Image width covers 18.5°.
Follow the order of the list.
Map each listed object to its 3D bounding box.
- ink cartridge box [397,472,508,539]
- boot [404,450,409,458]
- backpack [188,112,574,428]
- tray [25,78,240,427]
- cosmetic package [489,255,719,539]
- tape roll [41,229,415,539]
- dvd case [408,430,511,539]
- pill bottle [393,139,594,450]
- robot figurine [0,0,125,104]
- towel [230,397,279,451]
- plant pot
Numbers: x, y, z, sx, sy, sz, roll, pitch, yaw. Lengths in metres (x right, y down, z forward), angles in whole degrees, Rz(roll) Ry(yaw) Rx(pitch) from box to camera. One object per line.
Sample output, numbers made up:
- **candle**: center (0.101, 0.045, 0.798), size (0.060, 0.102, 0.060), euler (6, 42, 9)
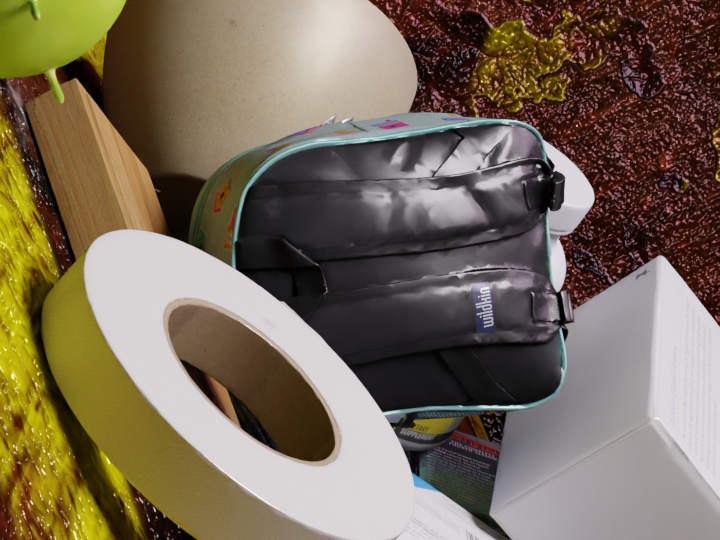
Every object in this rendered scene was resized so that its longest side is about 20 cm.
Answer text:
- **ink cartridge box**: center (0.020, 0.174, 1.179), size (0.146, 0.086, 0.200), euler (35, 10, -5)
- **boot**: center (0.077, 0.174, 1.522), size (0.074, 0.200, 0.076), euler (-56, 146, -49)
- **backpack**: center (0.000, 0.000, 1.246), size (0.153, 0.200, 0.176), euler (10, -74, 60)
- **tray**: center (-0.120, 0.001, 1.180), size (0.099, 0.037, 0.200), euler (56, 10, -56)
- **cosmetic package**: center (0.189, 0.134, 1.329), size (0.200, 0.123, 0.199), euler (51, 24, -16)
- **tape roll**: center (-0.060, 0.062, 1.036), size (0.203, 0.037, 0.203), euler (37, 19, -15)
- **dvd case**: center (0.099, 0.174, 1.386), size (0.146, 0.022, 0.200), euler (18, 29, -10)
- **pill bottle**: center (0.059, 0.009, 1.395), size (0.112, 0.200, 0.112), euler (27, 26, -15)
- **robot figurine**: center (-0.176, -0.177, 1.039), size (0.176, 0.116, 0.200), euler (81, -14, -65)
- **towel**: center (-0.065, 0.091, 1.365), size (0.147, 0.024, 0.200), euler (-112, 176, -59)
- **plant pot**: center (-0.077, -0.088, 1.375), size (0.200, 0.200, 0.135), euler (58, 43, -51)
